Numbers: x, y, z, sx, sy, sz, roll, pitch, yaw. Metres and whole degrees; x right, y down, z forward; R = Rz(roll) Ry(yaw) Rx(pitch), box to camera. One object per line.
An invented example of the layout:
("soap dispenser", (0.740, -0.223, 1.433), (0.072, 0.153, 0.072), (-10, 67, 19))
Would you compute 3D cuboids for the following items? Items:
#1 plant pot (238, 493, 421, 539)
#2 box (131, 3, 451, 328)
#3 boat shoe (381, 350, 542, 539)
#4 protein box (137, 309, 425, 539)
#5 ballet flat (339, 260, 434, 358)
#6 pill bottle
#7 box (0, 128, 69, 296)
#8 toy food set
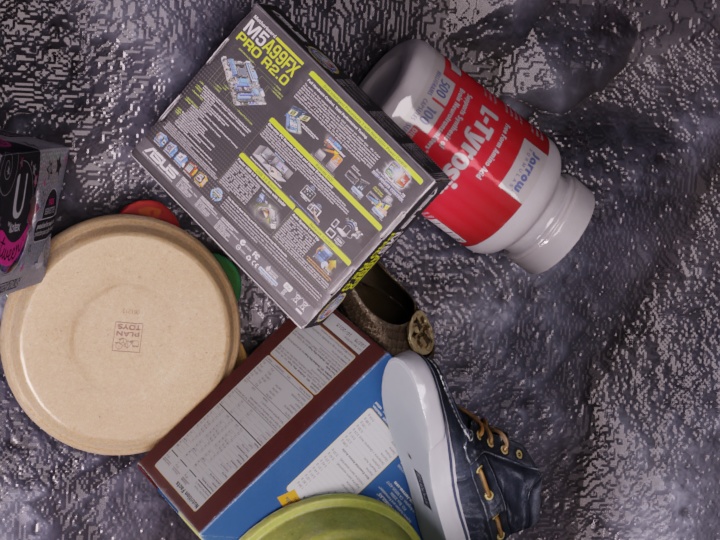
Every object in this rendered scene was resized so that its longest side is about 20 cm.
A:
("plant pot", (0.004, 0.294, 1.626), (0.200, 0.184, 0.201), (-10, 114, -23))
("box", (-0.055, -0.080, 1.702), (0.200, 0.044, 0.160), (45, 105, 11))
("boat shoe", (0.079, 0.130, 1.675), (0.091, 0.071, 0.201), (-26, 126, -19))
("protein box", (-0.026, 0.170, 1.752), (0.200, 0.135, 0.199), (-43, 123, -6))
("ballet flat", (0.000, 0.000, 1.789), (0.046, 0.067, 0.200), (-31, 106, 31))
("pill bottle", (0.087, -0.086, 1.776), (0.200, 0.112, 0.112), (36, 88, -18))
("box", (-0.302, -0.050, 1.606), (0.132, 0.200, 0.115), (13, 97, 5))
("toy food set", (-0.187, 0.047, 1.753), (0.199, 0.049, 0.199), (-11, 102, -14))
